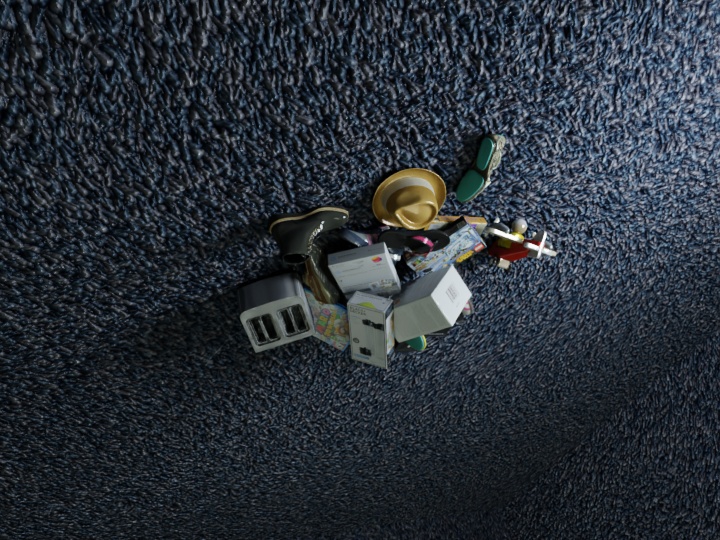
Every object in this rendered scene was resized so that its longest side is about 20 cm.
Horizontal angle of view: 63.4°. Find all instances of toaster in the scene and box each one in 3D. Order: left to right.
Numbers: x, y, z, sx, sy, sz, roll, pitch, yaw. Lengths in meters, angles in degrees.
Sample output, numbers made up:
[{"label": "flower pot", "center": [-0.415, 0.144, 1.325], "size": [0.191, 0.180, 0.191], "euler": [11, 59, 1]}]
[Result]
[{"label": "toaster", "center": [-0.224, 0.107, 1.563], "size": [0.180, 0.119, 0.201], "euler": [-17, 128, -4]}]

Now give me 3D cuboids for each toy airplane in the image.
[{"label": "toy airplane", "center": [0.457, -0.086, 1.667], "size": [0.198, 0.142, 0.200], "euler": [3, 161, 19]}]

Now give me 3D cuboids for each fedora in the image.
[{"label": "fedora", "center": [0.130, -0.162, 1.465], "size": [0.199, 0.082, 0.201], "euler": [-10, 135, -10]}]

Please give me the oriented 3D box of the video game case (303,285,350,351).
[{"label": "video game case", "center": [-0.104, 0.140, 1.678], "size": [0.199, 0.018, 0.143], "euler": [29, 125, -7]}]

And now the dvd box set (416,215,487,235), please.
[{"label": "dvd box set", "center": [0.242, -0.091, 1.645], "size": [0.199, 0.030, 0.147], "euler": [-1, 136, -25]}]

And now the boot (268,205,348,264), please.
[{"label": "boot", "center": [-0.112, -0.079, 1.413], "size": [0.199, 0.139, 0.078], "euler": [-14, 140, -11]}]

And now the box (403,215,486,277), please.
[{"label": "box", "center": [0.236, -0.055, 1.625], "size": [0.199, 0.040, 0.137], "euler": [-33, 140, 16]}]

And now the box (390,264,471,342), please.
[{"label": "box", "center": [0.177, 0.093, 1.602], "size": [0.199, 0.152, 0.107], "euler": [-24, 107, 44]}]

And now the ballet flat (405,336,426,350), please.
[{"label": "ballet flat", "center": [0.128, 0.152, 1.737], "size": [0.067, 0.200, 0.067], "euler": [-26, 154, -56]}]

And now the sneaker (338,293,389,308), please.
[{"label": "sneaker", "center": [-0.009, 0.095, 1.679], "size": [0.199, 0.075, 0.085], "euler": [-28, 111, 19]}]

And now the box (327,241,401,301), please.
[{"label": "box", "center": [0.014, 0.012, 1.563], "size": [0.155, 0.041, 0.200], "euler": [-12, 145, 11]}]

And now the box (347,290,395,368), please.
[{"label": "box", "center": [0.031, 0.164, 1.600], "size": [0.116, 0.060, 0.201], "euler": [14, 127, 23]}]

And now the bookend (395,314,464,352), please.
[{"label": "bookend", "center": [0.197, 0.192, 1.893], "size": [0.198, 0.092, 0.201], "euler": [3, 135, -28]}]

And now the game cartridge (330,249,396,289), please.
[{"label": "game cartridge", "center": [0.000, 0.000, 1.634], "size": [0.199, 0.041, 0.134], "euler": [-1, 140, -24]}]

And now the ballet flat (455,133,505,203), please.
[{"label": "ballet flat", "center": [0.313, -0.255, 1.476], "size": [0.075, 0.068, 0.201], "euler": [-13, 140, -36]}]

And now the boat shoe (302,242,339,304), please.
[{"label": "boat shoe", "center": [-0.121, 0.015, 1.555], "size": [0.073, 0.076, 0.201], "euler": [-4, 127, 23]}]

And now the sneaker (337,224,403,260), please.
[{"label": "sneaker", "center": [0.032, -0.091, 1.539], "size": [0.199, 0.070, 0.083], "euler": [18, 96, -32]}]

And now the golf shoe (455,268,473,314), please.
[{"label": "golf shoe", "center": [0.294, 0.075, 1.830], "size": [0.092, 0.073, 0.200], "euler": [-24, 131, 12]}]

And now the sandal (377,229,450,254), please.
[{"label": "sandal", "center": [0.142, -0.069, 1.515], "size": [0.199, 0.045, 0.075], "euler": [1, 133, -19]}]
